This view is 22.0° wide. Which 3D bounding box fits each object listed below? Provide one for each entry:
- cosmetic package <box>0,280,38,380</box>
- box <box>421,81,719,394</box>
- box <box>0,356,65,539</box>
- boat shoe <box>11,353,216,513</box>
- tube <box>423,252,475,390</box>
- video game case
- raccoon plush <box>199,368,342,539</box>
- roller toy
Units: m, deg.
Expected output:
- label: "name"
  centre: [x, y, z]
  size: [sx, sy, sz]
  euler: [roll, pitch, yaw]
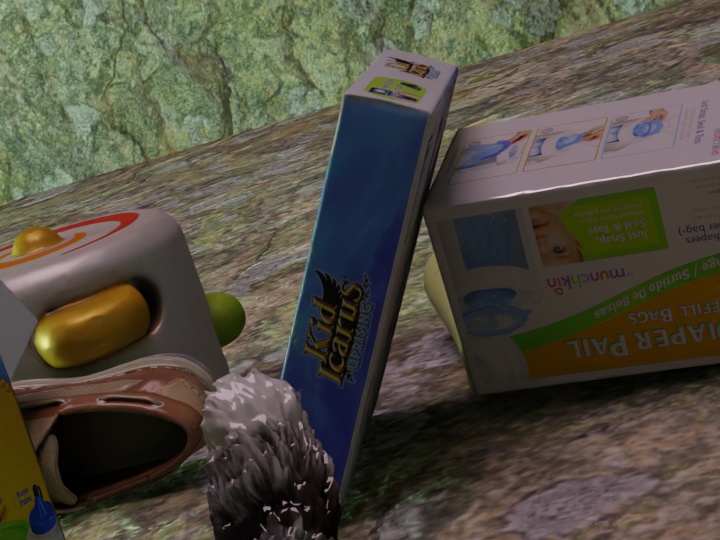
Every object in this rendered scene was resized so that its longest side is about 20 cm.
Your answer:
- label: "cosmetic package"
  centre: [-0.263, 0.100, 0.963]
  size: [0.150, 0.052, 0.201]
  euler: [-26, 29, 30]
- label: "box"
  centre: [0.147, -0.020, 0.935]
  size: [0.199, 0.113, 0.102]
  euler: [-9, 25, 20]
- label: "box"
  centre: [-0.195, 0.129, 0.577]
  size: [0.121, 0.194, 0.200]
  euler: [-9, 13, 37]
- label: "boat shoe"
  centre: [-0.174, 0.100, 1.026]
  size: [0.199, 0.076, 0.072]
  euler: [-21, 16, 9]
- label: "tube"
  centre: [0.080, 0.027, 1.065]
  size: [0.058, 0.052, 0.200]
  euler: [-56, 15, 8]
- label: "video game case"
  centre: [0.000, 0.000, 0.923]
  size: [0.045, 0.201, 0.181]
  euler: [14, 14, 4]
- label: "raccoon plush"
  centre: [0.030, 0.099, 0.448]
  size: [0.133, 0.201, 0.097]
  euler: [-15, -21, 10]
- label: "roller toy"
  centre: [-0.185, 0.041, 1.157]
  size: [0.181, 0.141, 0.200]
  euler: [-14, 12, 20]
